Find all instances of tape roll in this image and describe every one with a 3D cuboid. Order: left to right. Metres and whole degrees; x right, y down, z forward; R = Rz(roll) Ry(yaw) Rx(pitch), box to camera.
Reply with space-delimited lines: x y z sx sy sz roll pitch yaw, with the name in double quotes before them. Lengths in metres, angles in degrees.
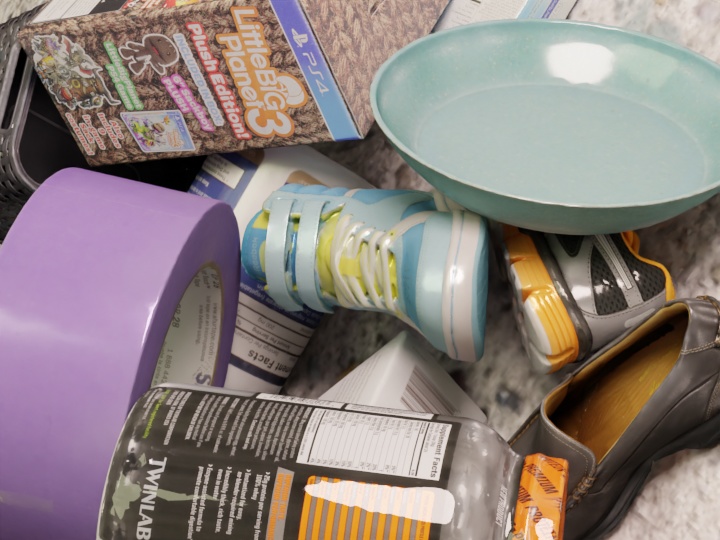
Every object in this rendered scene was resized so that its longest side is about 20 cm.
"tape roll" -0.130 0.053 0.819 0.084 0.200 0.201 13 74 9

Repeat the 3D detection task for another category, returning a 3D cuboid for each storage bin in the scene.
"storage bin" -0.165 -0.072 1.041 0.093 0.200 0.136 -13 59 40

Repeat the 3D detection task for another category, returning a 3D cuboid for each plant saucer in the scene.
"plant saucer" 0.103 -0.071 0.808 0.200 0.199 0.036 -130 34 -48

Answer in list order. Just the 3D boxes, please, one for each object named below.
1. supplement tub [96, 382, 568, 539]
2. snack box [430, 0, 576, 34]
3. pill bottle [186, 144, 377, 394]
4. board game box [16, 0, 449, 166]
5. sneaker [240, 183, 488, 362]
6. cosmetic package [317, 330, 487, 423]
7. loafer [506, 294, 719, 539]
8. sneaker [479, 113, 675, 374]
"supplement tub" -0.009 0.121 0.721 0.199 0.123 0.123 7 69 10
"snack box" 0.053 -0.182 1.003 0.200 0.037 0.117 34 93 50
"pill bottle" -0.078 0.014 0.970 0.111 0.111 0.201 32 92 50
"board game box" -0.069 -0.153 0.935 0.199 0.097 0.160 -3 39 32
"sneaker" 0.000 0.000 0.828 0.200 0.130 0.080 -96 8 -82
"cosmetic package" -0.032 0.131 0.853 0.200 0.071 0.102 -39 8 24
"loafer" 0.107 0.077 0.768 0.200 0.072 0.073 -44 44 21
"sneaker" 0.107 -0.025 0.837 0.077 0.079 0.201 -15 42 3
